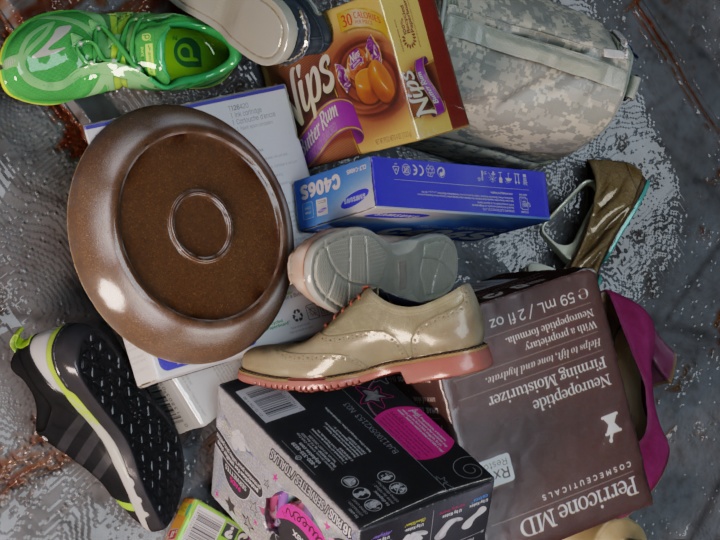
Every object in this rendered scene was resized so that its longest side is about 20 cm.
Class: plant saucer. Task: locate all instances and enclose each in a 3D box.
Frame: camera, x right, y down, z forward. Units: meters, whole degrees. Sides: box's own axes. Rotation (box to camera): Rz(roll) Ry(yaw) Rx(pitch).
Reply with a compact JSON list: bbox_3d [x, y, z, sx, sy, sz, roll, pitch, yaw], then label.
[{"bbox_3d":[-0.126,-0.031,1.571,0.199,0.032,0.202,9,74,-34],"label":"plant saucer"}]

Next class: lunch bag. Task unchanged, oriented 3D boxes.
[{"bbox_3d":[0.107,-0.166,1.704,0.199,0.167,0.141,14,82,-24],"label":"lunch bag"}]

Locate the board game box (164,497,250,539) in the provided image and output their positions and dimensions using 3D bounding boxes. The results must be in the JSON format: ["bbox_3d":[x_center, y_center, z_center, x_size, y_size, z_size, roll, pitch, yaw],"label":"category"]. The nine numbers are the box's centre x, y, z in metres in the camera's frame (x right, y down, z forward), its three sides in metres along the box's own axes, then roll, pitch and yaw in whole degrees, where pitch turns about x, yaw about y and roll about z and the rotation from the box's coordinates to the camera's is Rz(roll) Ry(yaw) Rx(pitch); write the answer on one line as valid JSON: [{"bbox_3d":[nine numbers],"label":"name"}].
[{"bbox_3d":[-0.140,0.290,1.643,0.095,0.030,0.201,32,72,-23],"label":"board game box"}]

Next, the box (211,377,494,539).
[{"bbox_3d":[-0.012,0.168,1.596,0.131,0.200,0.116,-16,128,-31],"label":"box"}]

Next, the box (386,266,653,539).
[{"bbox_3d":[0.109,0.115,1.693,0.165,0.164,0.202,-17,95,-25],"label":"box"}]

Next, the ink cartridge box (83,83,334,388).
[{"bbox_3d":[-0.116,-0.029,1.624,0.197,0.047,0.202,-15,86,-38],"label":"ink cartridge box"}]

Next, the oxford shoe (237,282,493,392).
[{"bbox_3d":[0.000,0.049,1.570,0.198,0.070,0.075,-7,95,14],"label":"oxford shoe"}]

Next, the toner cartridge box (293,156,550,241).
[{"bbox_3d":[0.052,-0.056,1.682,0.199,0.095,0.044,2,77,-42],"label":"toner cartridge box"}]

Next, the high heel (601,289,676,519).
[{"bbox_3d":[0.216,0.113,1.774,0.096,0.067,0.201,43,39,-25],"label":"high heel"}]

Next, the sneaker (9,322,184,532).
[{"bbox_3d":[-0.205,0.117,1.606,0.201,0.082,0.072,65,33,-28],"label":"sneaker"}]

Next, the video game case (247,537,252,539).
[{"bbox_3d":[-0.049,0.335,1.664,0.200,0.036,0.182,35,73,-30],"label":"video game case"}]

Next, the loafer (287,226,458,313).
[{"bbox_3d":[0.000,0.000,1.650,0.199,0.063,0.073,-2,96,-53],"label":"loafer"}]

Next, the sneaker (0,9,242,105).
[{"bbox_3d":[-0.183,-0.172,1.614,0.199,0.083,0.075,-8,91,-25],"label":"sneaker"}]

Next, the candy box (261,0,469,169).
[{"bbox_3d":[-0.003,-0.150,1.632,0.056,0.199,0.118,-18,95,-32],"label":"candy box"}]

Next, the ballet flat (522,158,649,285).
[{"bbox_3d":[0.183,-0.010,1.795,0.072,0.068,0.201,25,77,-1],"label":"ballet flat"}]

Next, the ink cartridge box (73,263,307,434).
[{"bbox_3d":[-0.114,0.009,1.672,0.200,0.050,0.163,-39,104,-40],"label":"ink cartridge box"}]

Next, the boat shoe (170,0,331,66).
[{"bbox_3d":[-0.098,-0.229,1.625,0.062,0.200,0.075,-8,128,-46],"label":"boat shoe"}]

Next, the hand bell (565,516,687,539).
[{"bbox_3d":[0.234,0.236,1.727,0.103,0.200,0.105,1,88,-24],"label":"hand bell"}]
